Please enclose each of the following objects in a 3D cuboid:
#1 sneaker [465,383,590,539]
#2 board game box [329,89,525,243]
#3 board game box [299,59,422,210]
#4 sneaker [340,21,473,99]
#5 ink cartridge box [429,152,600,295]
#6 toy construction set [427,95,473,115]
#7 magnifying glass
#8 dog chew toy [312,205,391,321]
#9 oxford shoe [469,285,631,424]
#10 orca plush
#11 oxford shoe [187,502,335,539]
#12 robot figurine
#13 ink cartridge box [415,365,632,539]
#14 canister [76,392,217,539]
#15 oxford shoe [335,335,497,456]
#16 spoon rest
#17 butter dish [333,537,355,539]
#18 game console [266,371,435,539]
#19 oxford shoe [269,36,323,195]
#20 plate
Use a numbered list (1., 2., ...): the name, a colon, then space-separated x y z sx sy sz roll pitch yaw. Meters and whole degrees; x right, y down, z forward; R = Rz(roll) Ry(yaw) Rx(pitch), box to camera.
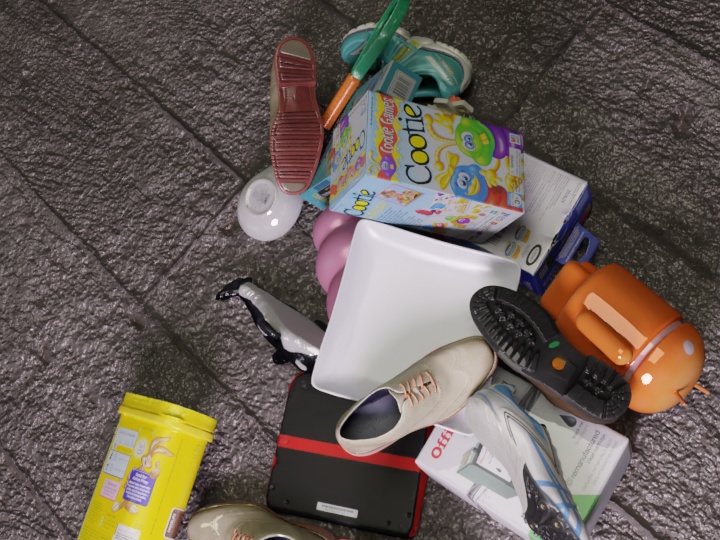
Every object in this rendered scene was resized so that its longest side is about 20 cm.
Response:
1. sneaker: 0.184 0.205 1.049 0.072 0.072 0.202 -21 68 -25
2. board game box: 0.075 -0.113 1.144 0.197 0.105 0.105 11 67 -22
3. board game box: -0.005 -0.166 1.289 0.046 0.200 0.153 28 77 -14
4. sneaker: 0.054 -0.278 1.369 0.197 0.078 0.080 20 65 25
5. ink cartridge box: 0.194 -0.065 1.242 0.198 0.076 0.138 29 81 27
6. toy construction set: 0.058 -0.149 1.298 0.092 0.131 0.201 40 71 -13
7. magnifying glass: 0.004 -0.275 1.333 0.022 0.080 0.202 28 110 -13
8. dog chew toy: 0.000 0.000 1.257 0.123 0.125 0.202 -29 59 5
9. oxford shoe: 0.193 0.097 1.083 0.073 0.085 0.200 -42 74 -14
10. orca plush: -0.112 0.085 1.288 0.198 0.105 0.072 29 109 24
11. oxford shoe: -0.124 0.315 1.183 0.196 0.074 0.072 4 85 21
12. robot figurine: 0.293 0.073 1.109 0.116 0.145 0.200 -38 62 -15
13. ink cartridge box: 0.181 0.211 1.131 0.198 0.084 0.147 27 79 26
14. canister: -0.266 0.263 1.239 0.147 0.086 0.203 2 69 50
15. oxford shoe: 0.061 0.135 1.074 0.199 0.074 0.071 -35 77 -1
16. spoon rest: -0.103 -0.136 1.390 0.098 0.060 0.203 27 92 27
17. butter dish: 0.007 0.406 1.085 0.197 0.147 0.203 22 71 -18
18. game console: -0.010 0.218 1.227 0.196 0.031 0.180 6 77 21
19. oxford shoe: -0.088 -0.198 1.333 0.069 0.075 0.204 4 86 -14
20. plate: 0.064 0.063 1.142 0.196 0.032 0.203 15 81 10
